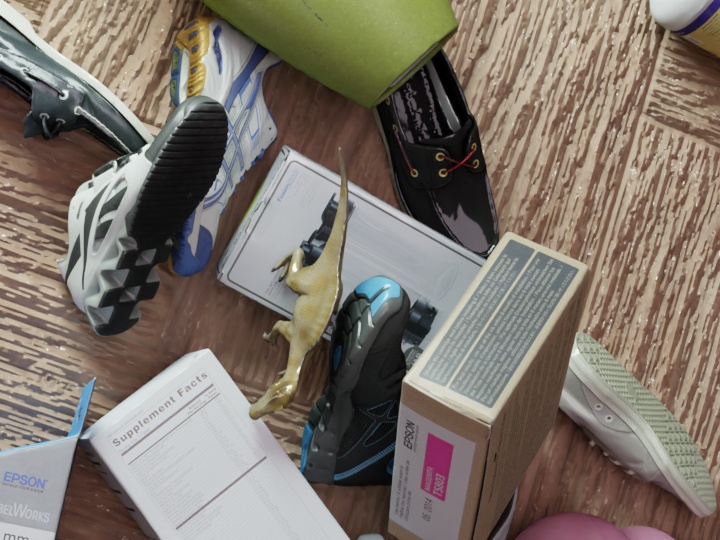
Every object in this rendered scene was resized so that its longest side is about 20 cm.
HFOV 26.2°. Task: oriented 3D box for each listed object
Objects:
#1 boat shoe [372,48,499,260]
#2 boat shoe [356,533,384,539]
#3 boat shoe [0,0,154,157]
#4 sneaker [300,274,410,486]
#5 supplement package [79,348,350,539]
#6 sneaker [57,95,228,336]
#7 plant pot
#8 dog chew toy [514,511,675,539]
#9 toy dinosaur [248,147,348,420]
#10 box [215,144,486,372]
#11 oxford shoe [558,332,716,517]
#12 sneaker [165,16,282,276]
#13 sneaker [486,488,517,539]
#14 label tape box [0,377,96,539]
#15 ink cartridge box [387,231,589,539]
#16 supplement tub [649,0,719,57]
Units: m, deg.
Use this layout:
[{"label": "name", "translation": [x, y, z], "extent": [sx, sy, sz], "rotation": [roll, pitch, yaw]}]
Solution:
[{"label": "boat shoe", "translation": [0.062, -0.097, 1.252], "extent": [0.073, 0.063, 0.202], "rotation": [-22, 92, -19]}, {"label": "boat shoe", "translation": [0.005, 0.305, 1.187], "extent": [0.062, 0.072, 0.201], "rotation": [-6, 87, -9]}, {"label": "boat shoe", "translation": [-0.240, -0.132, 1.163], "extent": [0.199, 0.074, 0.066], "rotation": [41, 77, -8]}, {"label": "sneaker", "translation": [0.013, 0.085, 1.165], "extent": [0.081, 0.201, 0.073], "rotation": [11, 40, -8]}, {"label": "supplement package", "translation": [-0.105, 0.171, 1.148], "extent": [0.114, 0.109, 0.200], "rotation": [-37, 95, -16]}, {"label": "sneaker", "translation": [-0.170, -0.056, 1.132], "extent": [0.089, 0.074, 0.200], "rotation": [44, 115, 27]}, {"label": "plant pot", "translation": [-0.026, -0.226, 1.164], "extent": [0.187, 0.187, 0.200], "rotation": [-41, 90, -16]}, {"label": "dog chew toy", "translation": [0.211, 0.256, 1.228], "extent": [0.199, 0.124, 0.125], "rotation": [6, 82, -23]}, {"label": "toy dinosaur", "translation": [-0.030, 0.015, 1.122], "extent": [0.058, 0.101, 0.201], "rotation": [18, 90, -14]}, {"label": "box", "translation": [0.000, 0.000, 1.207], "extent": [0.199, 0.060, 0.117], "rotation": [28, 96, -11]}, {"label": "oxford shoe", "translation": [0.220, 0.133, 1.276], "extent": [0.058, 0.075, 0.200], "rotation": [-39, 107, 25]}, {"label": "sneaker", "translation": [-0.103, -0.092, 1.198], "extent": [0.088, 0.075, 0.201], "rotation": [9, 90, -31]}, {"label": "sneaker", "translation": [0.075, 0.226, 1.225], "extent": [0.072, 0.085, 0.201], "rotation": [15, 59, 7]}, {"label": "label tape box", "translation": [-0.243, 0.171, 1.092], "extent": [0.063, 0.144, 0.201], "rotation": [14, 80, -12]}, {"label": "ink cartridge box", "translation": [0.092, 0.099, 1.143], "extent": [0.075, 0.201, 0.165], "rotation": [26, 52, 17]}, {"label": "supplement tub", "translation": [0.363, -0.231, 1.307], "extent": [0.199, 0.145, 0.146], "rotation": [25, 78, -12]}]
